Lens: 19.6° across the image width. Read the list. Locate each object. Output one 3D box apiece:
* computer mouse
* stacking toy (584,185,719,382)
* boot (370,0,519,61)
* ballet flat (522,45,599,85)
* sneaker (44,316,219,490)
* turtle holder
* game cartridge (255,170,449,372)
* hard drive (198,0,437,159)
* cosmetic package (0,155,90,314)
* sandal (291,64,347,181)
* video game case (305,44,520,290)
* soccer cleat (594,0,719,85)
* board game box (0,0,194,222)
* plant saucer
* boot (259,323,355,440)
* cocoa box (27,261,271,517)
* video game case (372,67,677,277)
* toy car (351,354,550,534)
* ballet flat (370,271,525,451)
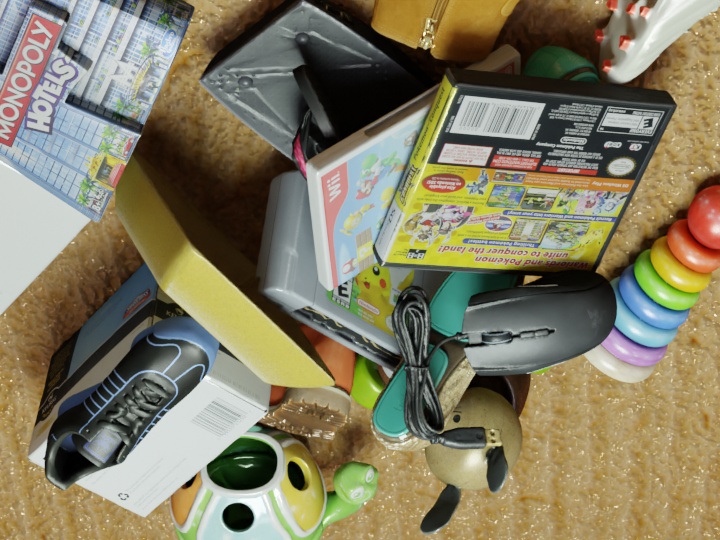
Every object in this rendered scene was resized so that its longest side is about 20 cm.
[{"bbox_3d":[0.125,0.077,1.694,0.200,0.046,0.141,-6,102,-19],"label":"computer mouse"},{"bbox_3d":[0.271,0.006,1.811,0.085,0.085,0.200,23,127,-20],"label":"stacking toy"},{"bbox_3d":[0.111,-0.219,1.582,0.201,0.071,0.144,11,132,4],"label":"boot"},{"bbox_3d":[0.162,-0.103,1.708,0.067,0.070,0.200,-21,135,-18],"label":"ballet flat"},{"bbox_3d":[-0.192,0.116,1.745,0.070,0.078,0.200,35,127,-22],"label":"sneaker"},{"bbox_3d":[-0.090,0.217,1.972,0.185,0.141,0.132,23,151,15],"label":"turtle holder"},{"bbox_3d":[0.000,0.000,1.764,0.200,0.133,0.040,29,142,-36],"label":"game cartridge"},{"bbox_3d":[-0.017,-0.140,1.687,0.135,0.042,0.200,-34,127,31],"label":"hard drive"},{"bbox_3d":[-0.313,-0.039,1.781,0.102,0.074,0.200,30,127,-26],"label":"cosmetic package"},{"bbox_3d":[-0.026,-0.080,1.665,0.045,0.075,0.200,-18,137,4],"label":"sandal"},{"bbox_3d":[0.046,-0.081,1.656,0.200,0.017,0.143,-31,145,-20],"label":"video game case"},{"bbox_3d":[0.248,-0.211,1.593,0.078,0.069,0.200,12,134,-21],"label":"soccer cleat"},{"bbox_3d":[-0.260,-0.160,1.647,0.200,0.062,0.200,22,130,-10],"label":"board game box"},{"bbox_3d":[-0.125,0.007,1.731,0.048,0.200,0.200,-42,126,4],"label":"plant saucer"},{"bbox_3d":[-0.043,0.095,1.912,0.075,0.107,0.200,16,162,-13],"label":"boot"},{"bbox_3d":[-0.185,0.100,1.875,0.133,0.131,0.200,31,129,-23],"label":"cocoa box"},{"bbox_3d":[0.128,-0.073,1.652,0.200,0.026,0.181,3,129,-25],"label":"video game case"},{"bbox_3d":[0.084,0.135,1.856,0.158,0.200,0.164,30,129,-26],"label":"toy car"},{"bbox_3d":[0.077,0.066,1.747,0.070,0.200,0.065,32,171,28],"label":"ballet flat"}]
